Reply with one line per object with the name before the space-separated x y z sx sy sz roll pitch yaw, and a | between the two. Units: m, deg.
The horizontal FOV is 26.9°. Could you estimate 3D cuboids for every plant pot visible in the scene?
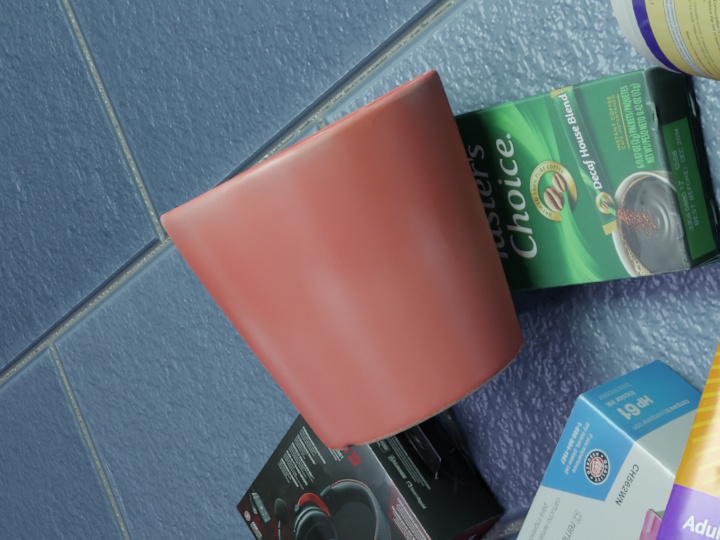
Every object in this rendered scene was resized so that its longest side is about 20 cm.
plant pot | 0.000 0.000 0.930 0.200 0.200 0.179 -21 98 49

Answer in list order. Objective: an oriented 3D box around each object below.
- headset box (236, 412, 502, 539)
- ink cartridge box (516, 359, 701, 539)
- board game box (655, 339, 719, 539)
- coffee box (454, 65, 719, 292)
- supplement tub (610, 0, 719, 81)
headset box | 0.005 0.172 1.118 0.149 0.075 0.200 55 136 21
ink cartridge box | 0.201 0.175 0.894 0.200 0.084 0.146 40 129 31
board game box | 0.281 0.070 0.628 0.199 0.199 0.202 13 80 45
coffee box | 0.124 -0.050 0.938 0.199 0.044 0.124 -6 98 49
supplement tub | 0.232 -0.150 0.709 0.199 0.145 0.147 22 118 42
